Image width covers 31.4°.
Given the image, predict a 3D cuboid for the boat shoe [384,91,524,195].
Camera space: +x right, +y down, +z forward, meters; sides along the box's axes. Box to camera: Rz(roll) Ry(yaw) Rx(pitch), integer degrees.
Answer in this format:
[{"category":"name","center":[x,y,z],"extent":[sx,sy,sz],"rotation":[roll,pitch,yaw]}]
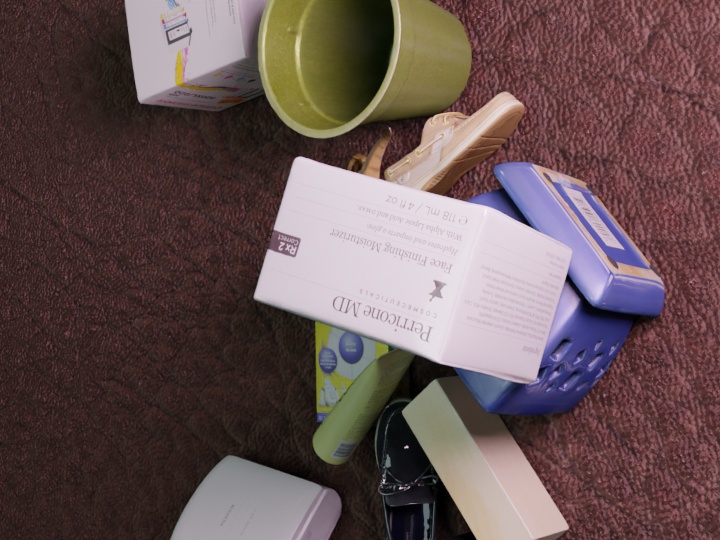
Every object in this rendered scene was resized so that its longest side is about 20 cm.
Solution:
[{"category":"boat shoe","center":[0.094,-0.139,1.412],"extent":[0.200,0.073,0.070],"rotation":[-41,71,33]}]

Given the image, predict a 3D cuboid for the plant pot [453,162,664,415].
[{"category":"plant pot","center":[0.175,0.012,1.272],"extent":[0.180,0.199,0.201],"rotation":[-45,63,22]}]

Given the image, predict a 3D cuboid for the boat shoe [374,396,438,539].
[{"category":"boat shoe","center":[0.055,0.243,1.437],"extent":[0.073,0.062,0.203],"rotation":[-2,94,-3]}]

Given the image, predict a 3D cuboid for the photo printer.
[{"category":"photo printer","center":[-0.139,0.318,1.568],"extent":[0.198,0.070,0.167],"rotation":[11,60,40]}]

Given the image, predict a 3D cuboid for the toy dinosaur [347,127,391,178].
[{"category":"toy dinosaur","center":[0.007,-0.100,1.478],"extent":[0.106,0.060,0.202],"rotation":[47,133,44]}]

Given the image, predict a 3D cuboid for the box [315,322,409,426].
[{"category":"box","center":[0.002,0.079,1.508],"extent":[0.116,0.048,0.203],"rotation":[-2,87,39]}]

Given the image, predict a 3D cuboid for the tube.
[{"category":"tube","center":[0.006,0.141,1.421],"extent":[0.059,0.051,0.201],"rotation":[-80,16,-45]}]

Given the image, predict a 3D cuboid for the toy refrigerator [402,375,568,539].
[{"category":"toy refrigerator","center":[0.131,0.216,1.380],"extent":[0.070,0.075,0.201],"rotation":[-46,63,30]}]

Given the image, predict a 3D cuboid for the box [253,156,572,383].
[{"category":"box","center":[0.050,0.003,1.121],"extent":[0.197,0.199,0.133],"rotation":[17,90,31]}]

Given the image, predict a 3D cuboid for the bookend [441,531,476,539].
[{"category":"bookend","center":[0.127,0.366,1.304],"extent":[0.197,0.199,0.093],"rotation":[27,107,37]}]

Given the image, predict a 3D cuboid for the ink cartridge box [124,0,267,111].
[{"category":"ink cartridge box","center":[-0.170,-0.296,1.587],"extent":[0.198,0.146,0.147],"rotation":[-13,82,39]}]

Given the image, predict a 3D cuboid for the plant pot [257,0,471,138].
[{"category":"plant pot","center":[0.021,-0.240,1.398],"extent":[0.198,0.189,0.204],"rotation":[1,91,39]}]
